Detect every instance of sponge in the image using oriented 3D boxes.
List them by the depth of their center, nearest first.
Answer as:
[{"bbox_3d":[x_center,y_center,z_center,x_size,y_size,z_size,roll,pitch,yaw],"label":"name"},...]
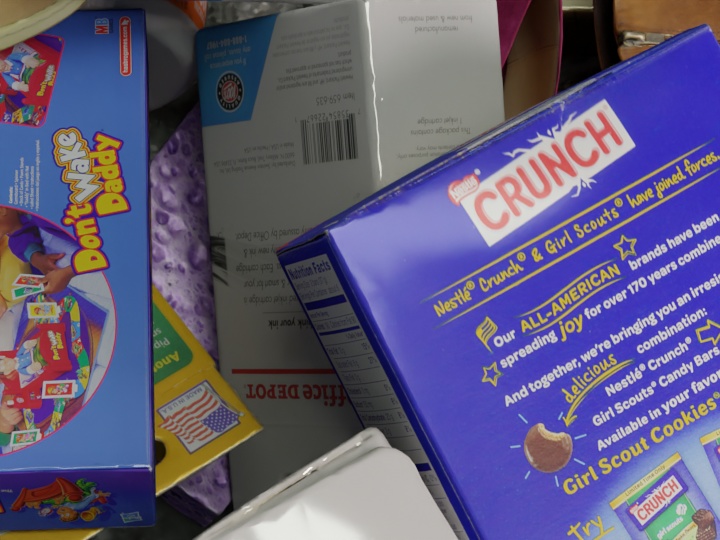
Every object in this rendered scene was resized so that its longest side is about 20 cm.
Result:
[{"bbox_3d":[-0.051,-0.003,1.051,0.111,0.030,0.200,37,64,-2],"label":"sponge"}]

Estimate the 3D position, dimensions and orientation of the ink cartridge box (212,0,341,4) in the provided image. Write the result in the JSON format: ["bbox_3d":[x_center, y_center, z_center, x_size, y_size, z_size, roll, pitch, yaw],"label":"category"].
[{"bbox_3d":[-0.066,-0.203,0.949,0.146,0.084,0.201,-3,60,-28],"label":"ink cartridge box"}]

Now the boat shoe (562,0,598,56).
[{"bbox_3d":[0.155,-0.134,1.144,0.199,0.074,0.067,2,74,-18],"label":"boat shoe"}]

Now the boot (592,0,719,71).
[{"bbox_3d":[0.203,-0.056,1.046,0.199,0.068,0.189,1,64,-25],"label":"boot"}]

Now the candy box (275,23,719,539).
[{"bbox_3d":[0.090,0.040,0.893,0.169,0.077,0.201,-28,94,-20],"label":"candy box"}]

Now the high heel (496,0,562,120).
[{"bbox_3d":[0.059,-0.026,1.031,0.067,0.096,0.201,-25,105,-37],"label":"high heel"}]

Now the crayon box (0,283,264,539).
[{"bbox_3d":[-0.143,0.031,0.961,0.126,0.052,0.200,-31,64,-20],"label":"crayon box"}]

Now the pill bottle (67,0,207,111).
[{"bbox_3d":[-0.115,-0.175,1.049,0.114,0.114,0.201,9,68,-15],"label":"pill bottle"}]

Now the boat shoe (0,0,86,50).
[{"bbox_3d":[-0.196,-0.120,0.931,0.200,0.063,0.073,-1,57,0],"label":"boat shoe"}]

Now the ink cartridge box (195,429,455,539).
[{"bbox_3d":[-0.017,0.161,0.897,0.084,0.200,0.146,-29,81,-25],"label":"ink cartridge box"}]

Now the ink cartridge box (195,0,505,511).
[{"bbox_3d":[0.000,0.000,0.974,0.067,0.116,0.201,-5,92,-37],"label":"ink cartridge box"}]

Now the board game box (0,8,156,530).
[{"bbox_3d":[-0.143,-0.003,0.926,0.134,0.045,0.201,-1,58,-4],"label":"board game box"}]
